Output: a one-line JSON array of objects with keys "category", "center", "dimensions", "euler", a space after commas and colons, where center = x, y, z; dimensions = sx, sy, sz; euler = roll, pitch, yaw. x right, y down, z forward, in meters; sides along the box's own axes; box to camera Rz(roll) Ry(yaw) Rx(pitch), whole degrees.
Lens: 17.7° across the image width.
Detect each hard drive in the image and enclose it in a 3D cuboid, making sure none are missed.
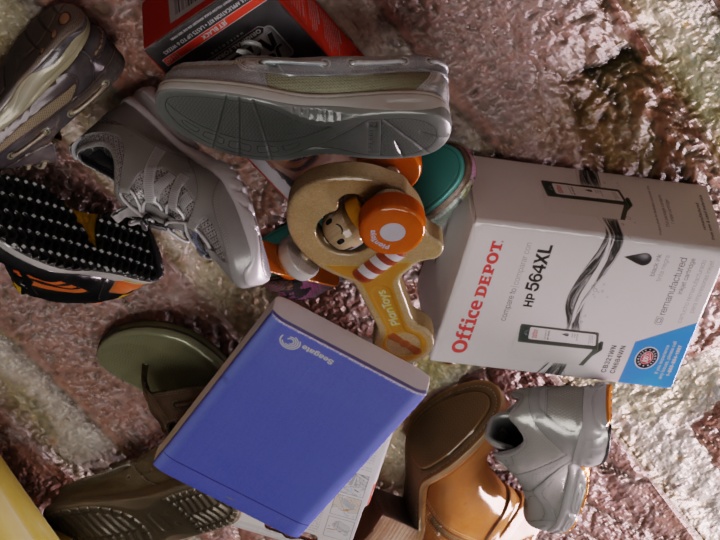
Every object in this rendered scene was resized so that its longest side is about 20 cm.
[{"category": "hard drive", "center": [-0.055, 0.114, 1.744], "dimensions": [0.131, 0.025, 0.200], "euler": [28, 131, -13]}]

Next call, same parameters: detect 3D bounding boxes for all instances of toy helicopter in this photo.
[{"category": "toy helicopter", "center": [0.000, 0.000, 1.669], "dimensions": [0.131, 0.079, 0.201], "euler": [-13, 135, 11]}]

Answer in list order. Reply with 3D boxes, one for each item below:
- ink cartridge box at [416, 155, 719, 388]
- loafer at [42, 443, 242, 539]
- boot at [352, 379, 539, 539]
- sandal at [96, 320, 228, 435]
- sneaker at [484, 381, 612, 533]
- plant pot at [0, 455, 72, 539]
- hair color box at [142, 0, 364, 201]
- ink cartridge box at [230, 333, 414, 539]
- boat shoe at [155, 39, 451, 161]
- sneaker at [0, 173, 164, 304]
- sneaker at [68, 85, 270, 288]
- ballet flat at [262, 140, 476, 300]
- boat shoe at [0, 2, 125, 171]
[{"category": "ink cartridge box", "center": [0.156, 0.003, 1.758], "dimensions": [0.199, 0.085, 0.147], "euler": [6, 130, -12]}, {"category": "loafer", "center": [-0.170, 0.184, 1.890], "dimensions": [0.199, 0.068, 0.076], "euler": [-13, 127, 31]}, {"category": "boot", "center": [0.100, 0.184, 1.918], "dimensions": [0.155, 0.077, 0.200], "euler": [22, 115, -31]}, {"category": "sandal", "center": [-0.120, 0.110, 1.803], "dimensions": [0.201, 0.057, 0.080], "euler": [36, 133, 0]}, {"category": "sneaker", "center": [0.140, 0.142, 1.839], "dimensions": [0.091, 0.076, 0.200], "euler": [9, 146, -2]}, {"category": "plant pot", "center": [-0.326, 0.233, 1.842], "dimensions": [0.200, 0.201, 0.190], "euler": [-16, 113, 8]}, {"category": "hair color box", "center": [-0.055, -0.133, 1.635], "dimensions": [0.101, 0.061, 0.200], "euler": [-31, 127, 19]}, {"category": "ink cartridge box", "center": [-0.034, 0.136, 1.863], "dimensions": [0.108, 0.050, 0.201], "euler": [17, 129, -1]}, {"category": "boat shoe", "center": [-0.038, -0.120, 1.576], "dimensions": [0.201, 0.065, 0.075], "euler": [1, 148, -1]}, {"category": "sneaker", "center": [-0.235, -0.009, 1.685], "dimensions": [0.090, 0.070, 0.200], "euler": [-30, 154, 28]}, {"category": "sneaker", "center": [-0.130, -0.044, 1.608], "dimensions": [0.082, 0.200, 0.075], "euler": [-30, 137, -16]}, {"category": "ballet flat", "center": [0.013, -0.034, 1.732], "dimensions": [0.199, 0.069, 0.071], "euler": [-29, 146, 23]}, {"category": "boat shoe", "center": [-0.243, -0.100, 1.636], "dimensions": [0.073, 0.075, 0.200], "euler": [34, 121, -29]}]
